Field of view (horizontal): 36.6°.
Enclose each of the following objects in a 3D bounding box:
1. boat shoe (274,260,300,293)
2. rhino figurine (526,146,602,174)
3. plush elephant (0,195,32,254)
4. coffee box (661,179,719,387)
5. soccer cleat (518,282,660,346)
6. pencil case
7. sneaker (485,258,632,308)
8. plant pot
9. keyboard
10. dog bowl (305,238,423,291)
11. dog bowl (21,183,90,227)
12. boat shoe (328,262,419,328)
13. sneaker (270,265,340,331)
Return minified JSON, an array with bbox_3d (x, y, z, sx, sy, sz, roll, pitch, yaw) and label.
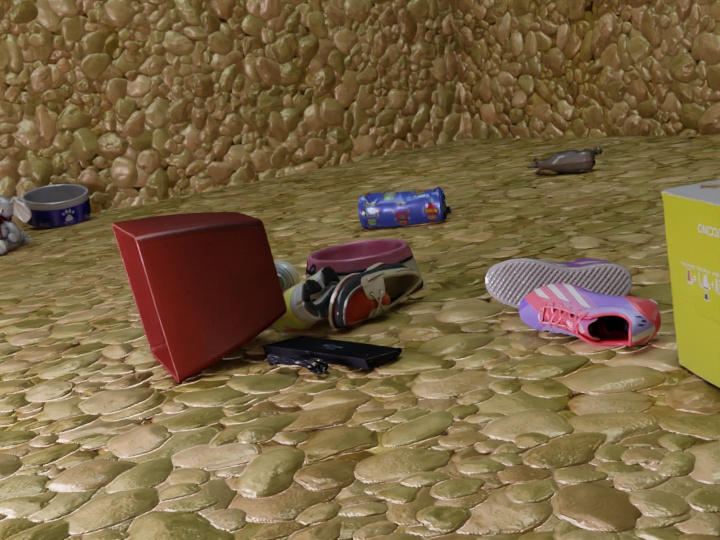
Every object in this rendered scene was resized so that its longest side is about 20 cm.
[{"bbox_3d":[-0.179,0.046,1.653,0.201,0.070,0.072,-23,11,35],"label":"boat shoe"},{"bbox_3d":[0.534,-0.288,2.881,0.200,0.060,0.087,-4,13,29],"label":"rhino figurine"},{"bbox_3d":[-0.972,-0.132,2.920,0.165,0.155,0.200,-1,13,30],"label":"plush elephant"},{"bbox_3d":[0.441,0.008,1.097,0.198,0.200,0.200,-10,11,-7],"label":"coffee box"},{"bbox_3d":[0.270,0.058,1.335,0.200,0.067,0.076,6,22,42],"label":"soccer cleat"},{"bbox_3d":[0.096,-0.141,2.402,0.200,0.078,0.087,-5,41,14],"label":"pencil case"},{"bbox_3d":[0.276,0.016,1.540,0.200,0.073,0.114,3,8,4],"label":"sneaker"},{"bbox_3d":[-0.214,0.013,1.492,0.176,0.200,0.200,-19,14,-17],"label":"plant pot"},{"bbox_3d":[-0.053,0.111,1.407,0.127,0.021,0.200,-11,9,-44],"label":"keyboard"},{"bbox_3d":[0.000,0.000,1.784,0.200,0.074,0.200,-8,12,2],"label":"dog bowl"},{"bbox_3d":[-0.932,-0.200,3.340,0.200,0.079,0.200,-2,22,1],"label":"dog bowl"},{"bbox_3d":[0.019,0.036,1.604,0.063,0.071,0.200,11,22,26],"label":"boat shoe"},{"bbox_3d":[-0.079,0.048,1.606,0.090,0.078,0.200,-28,-7,19],"label":"sneaker"}]
